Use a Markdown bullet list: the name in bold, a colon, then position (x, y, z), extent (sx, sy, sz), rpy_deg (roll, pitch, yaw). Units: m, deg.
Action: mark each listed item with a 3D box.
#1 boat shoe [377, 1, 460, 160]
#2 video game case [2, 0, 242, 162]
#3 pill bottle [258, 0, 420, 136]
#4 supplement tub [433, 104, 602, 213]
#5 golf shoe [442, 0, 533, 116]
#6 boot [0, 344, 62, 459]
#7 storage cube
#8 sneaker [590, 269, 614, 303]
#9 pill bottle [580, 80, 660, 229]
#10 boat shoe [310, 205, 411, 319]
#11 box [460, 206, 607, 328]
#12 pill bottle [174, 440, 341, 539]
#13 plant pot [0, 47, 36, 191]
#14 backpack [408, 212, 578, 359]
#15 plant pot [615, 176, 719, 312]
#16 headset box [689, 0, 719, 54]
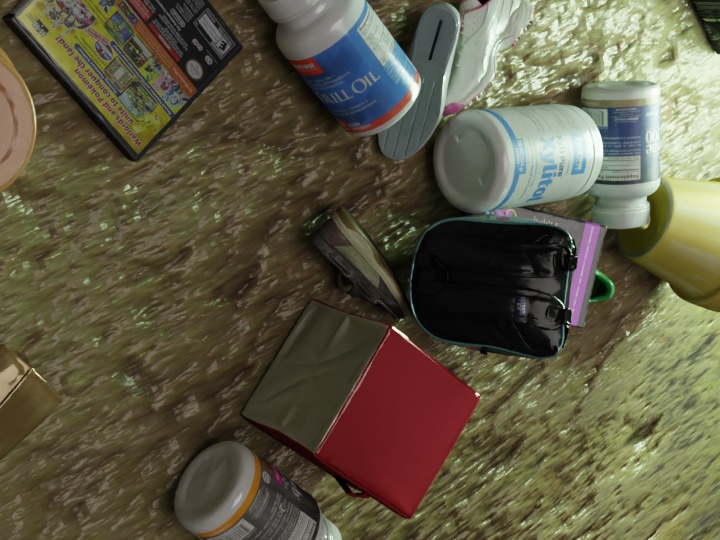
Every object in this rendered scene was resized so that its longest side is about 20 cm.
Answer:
- **boat shoe**: position (0.080, -0.233, 1.413), extent (0.073, 0.067, 0.200), rpy_deg (24, 110, 2)
- **video game case**: position (-0.241, -0.247, 1.192), extent (0.181, 0.025, 0.200), rpy_deg (-51, 126, -18)
- **pill bottle**: position (-0.027, -0.257, 1.300), extent (0.112, 0.112, 0.200), rpy_deg (-53, 125, -16)
- **supplement tub**: position (0.205, -0.148, 1.486), extent (0.200, 0.132, 0.132), rpy_deg (-11, 107, -38)
- **golf shoe**: position (0.140, -0.288, 1.456), extent (0.091, 0.075, 0.200), rpy_deg (41, 69, -25)
- **boot**: position (-0.418, 0.150, 1.125), extent (0.200, 0.066, 0.175), rpy_deg (-49, 137, -18)
- **storage cube**: position (0.000, 0.162, 1.380), extent (0.180, 0.171, 0.200), rpy_deg (39, 77, -35)
- **sneaker**: position (0.274, 0.012, 1.607), extent (0.199, 0.084, 0.074), rpy_deg (1, 101, -29)
- **pill bottle**: position (0.372, -0.166, 1.628), extent (0.111, 0.111, 0.201), rpy_deg (-15, 109, -34)
- **boat shoe**: position (0.000, 0.000, 1.413), extent (0.066, 0.072, 0.201), rpy_deg (-31, 136, 4)
- **box**: position (0.222, -0.013, 1.543), extent (0.199, 0.036, 0.143), rpy_deg (13, 92, -12)
- **pill bottle**: position (-0.117, 0.297, 1.355), extent (0.200, 0.116, 0.117), rpy_deg (45, 73, -36)
- **plant pot**: position (-0.383, -0.137, 1.034), extent (0.200, 0.140, 0.201), rpy_deg (-10, 107, -37)
- **backpack**: position (0.157, 0.015, 1.438), extent (0.199, 0.153, 0.176), rpy_deg (5, 94, -4)
- **plant pot**: position (0.496, -0.054, 1.713), extent (0.188, 0.201, 0.201), rpy_deg (16, 91, -23)
- **headset box**: position (0.594, -0.450, 1.747), extent (0.174, 0.093, 0.200), rpy_deg (-54, 127, -15)
